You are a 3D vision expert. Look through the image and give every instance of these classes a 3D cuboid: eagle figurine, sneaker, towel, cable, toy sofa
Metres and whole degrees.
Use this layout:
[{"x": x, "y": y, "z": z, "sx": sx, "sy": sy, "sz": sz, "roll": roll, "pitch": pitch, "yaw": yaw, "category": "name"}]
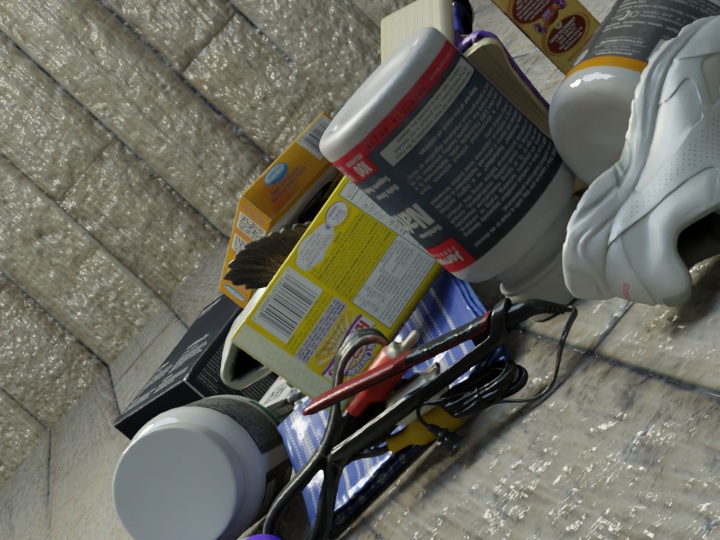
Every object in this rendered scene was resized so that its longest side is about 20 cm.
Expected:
[{"x": 0.014, "y": 0.014, "z": 1.313, "sx": 0.200, "sy": 0.152, "sz": 0.151, "roll": -31, "pitch": -28, "yaw": -26, "category": "eagle figurine"}, {"x": 0.200, "y": -0.059, "z": 0.964, "sx": 0.200, "sy": 0.099, "sz": 0.078, "roll": -63, "pitch": -28, "yaw": -16, "category": "sneaker"}, {"x": 0.019, "y": 0.089, "z": 1.212, "sx": 0.200, "sy": 0.024, "sz": 0.145, "roll": -46, "pitch": 31, "yaw": 12, "category": "towel"}, {"x": -0.011, "y": 0.120, "z": 1.129, "sx": 0.200, "sy": 0.097, "sz": 0.050, "roll": -46, "pitch": 11, "yaw": 9, "category": "cable"}, {"x": 0.108, "y": -0.131, "z": 1.262, "sx": 0.097, "sy": 0.200, "sz": 0.083, "roll": -25, "pitch": 44, "yaw": 27, "category": "toy sofa"}, {"x": -0.057, "y": 0.028, "z": 1.422, "sx": 0.200, "sy": 0.074, "sz": 0.089, "roll": -57, "pitch": 3, "yaw": 21, "category": "sneaker"}]

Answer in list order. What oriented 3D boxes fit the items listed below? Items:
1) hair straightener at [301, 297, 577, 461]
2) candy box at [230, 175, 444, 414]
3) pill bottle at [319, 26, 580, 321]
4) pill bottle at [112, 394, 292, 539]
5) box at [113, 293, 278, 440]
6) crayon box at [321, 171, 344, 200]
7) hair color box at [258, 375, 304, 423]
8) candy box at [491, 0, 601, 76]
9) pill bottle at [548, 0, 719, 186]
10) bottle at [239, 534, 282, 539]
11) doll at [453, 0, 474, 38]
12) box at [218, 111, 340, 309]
[{"x": 0.060, "y": 0.079, "z": 1.068, "sx": 0.200, "sy": 0.077, "sz": 0.041, "roll": -29, "pitch": -4, "yaw": 20, "category": "hair straightener"}, {"x": 0.000, "y": 0.000, "z": 1.229, "sx": 0.200, "sy": 0.102, "sz": 0.026, "roll": -55, "pitch": -11, "yaw": -3, "category": "candy box"}, {"x": 0.080, "y": -0.062, "z": 1.147, "sx": 0.120, "sy": 0.200, "sz": 0.120, "roll": -46, "pitch": 10, "yaw": 10, "category": "pill bottle"}, {"x": -0.123, "y": 0.160, "z": 1.285, "sx": 0.113, "sy": 0.113, "sz": 0.200, "roll": -47, "pitch": -6, "yaw": 4, "category": "pill bottle"}, {"x": -0.136, "y": 0.106, "z": 1.703, "sx": 0.182, "sy": 0.104, "sz": 0.200, "roll": -55, "pitch": 12, "yaw": -32, "category": "box"}, {"x": -0.009, "y": -0.033, "z": 1.520, "sx": 0.200, "sy": 0.058, "sz": 0.119, "roll": -57, "pitch": -12, "yaw": 22, "category": "crayon box"}, {"x": -0.004, "y": 0.064, "z": 1.424, "sx": 0.200, "sy": 0.061, "sz": 0.101, "roll": -51, "pitch": 9, "yaw": -26, "category": "hair color box"}, {"x": 0.162, "y": -0.229, "z": 1.443, "sx": 0.056, "sy": 0.200, "sz": 0.117, "roll": -46, "pitch": 10, "yaw": 10, "category": "candy box"}, {"x": 0.220, "y": -0.147, "z": 1.124, "sx": 0.200, "sy": 0.116, "sz": 0.116, "roll": -54, "pitch": 12, "yaw": -33, "category": "pill bottle"}, {"x": -0.105, "y": 0.238, "z": 1.170, "sx": 0.084, "sy": 0.065, "sz": 0.200, "roll": -46, "pitch": 7, "yaw": -29, "category": "bottle"}, {"x": 0.079, "y": -0.199, "z": 1.438, "sx": 0.200, "sy": 0.048, "sz": 0.137, "roll": -86, "pitch": 0, "yaw": -64, "category": "doll"}, {"x": -0.071, "y": -0.045, "z": 1.475, "sx": 0.119, "sy": 0.041, "sz": 0.200, "roll": -48, "pitch": -8, "yaw": -28, "category": "box"}]
